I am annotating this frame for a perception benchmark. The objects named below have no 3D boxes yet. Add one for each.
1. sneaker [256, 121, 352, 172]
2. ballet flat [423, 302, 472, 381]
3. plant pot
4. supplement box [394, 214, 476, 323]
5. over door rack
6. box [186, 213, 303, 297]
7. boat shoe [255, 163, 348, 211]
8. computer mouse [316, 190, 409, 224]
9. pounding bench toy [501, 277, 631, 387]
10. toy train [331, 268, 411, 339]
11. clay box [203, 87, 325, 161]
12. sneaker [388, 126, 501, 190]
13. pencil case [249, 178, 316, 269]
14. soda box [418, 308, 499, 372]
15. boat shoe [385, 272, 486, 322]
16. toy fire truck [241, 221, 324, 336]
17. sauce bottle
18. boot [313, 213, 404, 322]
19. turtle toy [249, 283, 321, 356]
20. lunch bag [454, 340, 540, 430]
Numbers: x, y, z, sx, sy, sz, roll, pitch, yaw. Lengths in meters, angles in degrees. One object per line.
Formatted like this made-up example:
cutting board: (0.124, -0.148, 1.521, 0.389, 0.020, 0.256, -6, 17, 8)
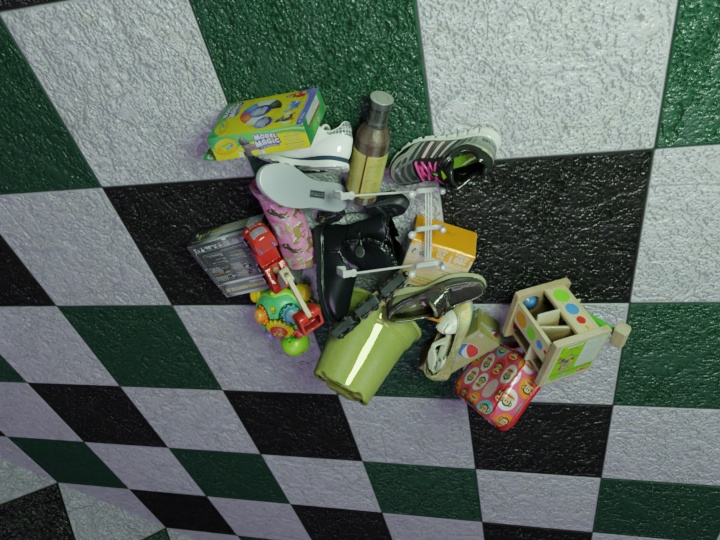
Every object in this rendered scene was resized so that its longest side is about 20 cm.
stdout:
sneaker: (-0.099, -0.216, 1.014, 0.197, 0.076, 0.082, 9, 95, 26)
ballet flat: (0.180, 0.142, 1.234, 0.069, 0.071, 0.203, 15, 107, -1)
plant pot: (-0.001, 0.167, 1.229, 0.198, 0.186, 0.201, 27, 160, 11)
supplement box: (0.136, 0.002, 1.159, 0.124, 0.074, 0.202, 16, 136, -1)
over door rack: (0.055, -0.064, 1.011, 0.196, 0.067, 0.151, -4, 104, -11)
box: (-0.241, -0.028, 1.245, 0.197, 0.049, 0.159, -12, 130, 25)
boat shoe: (-0.108, -0.140, 1.035, 0.198, 0.070, 0.056, 10, -179, -45)
computer mouse: (0.002, -0.119, 1.110, 0.197, 0.035, 0.059, -6, 158, 26)
pounding bench toy: (0.402, 0.103, 1.151, 0.196, 0.157, 0.126, -13, 138, -17)
toy train: (0.022, 0.065, 1.118, 0.199, 0.046, 0.034, -42, 75, 23)
clay box: (-0.165, -0.239, 0.969, 0.196, 0.116, 0.048, -4, 133, 17)
sneaker: (0.134, -0.174, 0.975, 0.197, 0.088, 0.074, -10, 131, 23)
pencil case: (-0.141, -0.096, 1.127, 0.085, 0.083, 0.202, 5, 137, 26)
soda box: (0.216, 0.168, 1.310, 0.067, 0.065, 0.200, 33, 132, -18)
boat shoe: (0.142, 0.060, 1.109, 0.197, 0.065, 0.074, -16, 128, 17)
toy fire truck: (-0.149, 0.014, 1.125, 0.048, 0.141, 0.202, -32, 124, -17)
sauce bottle: (0.018, -0.203, 0.994, 0.064, 0.065, 0.202, 15, 136, -1)
boot: (0.000, 0.000, 1.120, 0.165, 0.076, 0.204, -3, 98, 28)
turtle toy: (-0.165, 0.113, 1.325, 0.143, 0.102, 0.201, -3, 141, 17)
lunch bag: (0.296, 0.226, 1.249, 0.081, 0.200, 0.177, 36, 89, -14)
